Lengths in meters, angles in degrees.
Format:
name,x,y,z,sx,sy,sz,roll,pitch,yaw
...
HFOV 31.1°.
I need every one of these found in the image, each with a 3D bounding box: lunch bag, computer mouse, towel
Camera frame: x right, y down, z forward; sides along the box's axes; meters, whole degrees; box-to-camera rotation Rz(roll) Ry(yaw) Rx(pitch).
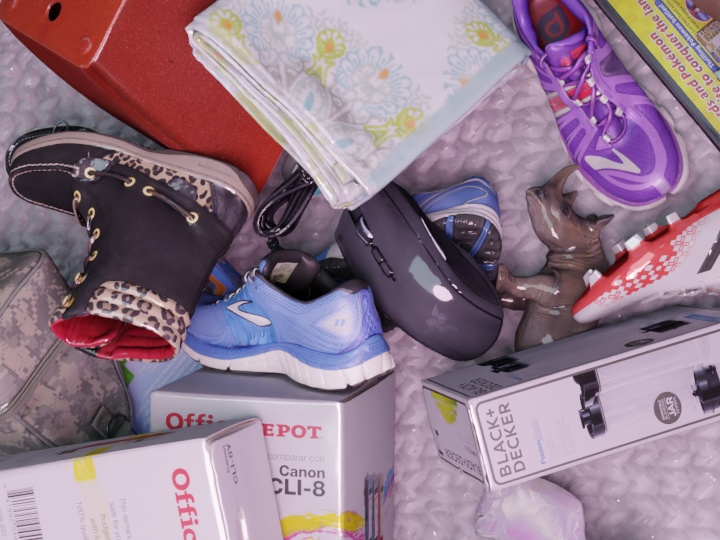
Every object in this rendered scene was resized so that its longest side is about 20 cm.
name,x,y,z,sx,sy,sz,roll,pitch,yaw
lunch bag,-0.294,0.086,1.029,0.199,0.168,0.140,-6,37,34
computer mouse,0.000,0.000,0.921,0.140,0.046,0.200,-42,79,30
towel,0.001,-0.155,0.898,0.171,0.048,0.200,47,62,3

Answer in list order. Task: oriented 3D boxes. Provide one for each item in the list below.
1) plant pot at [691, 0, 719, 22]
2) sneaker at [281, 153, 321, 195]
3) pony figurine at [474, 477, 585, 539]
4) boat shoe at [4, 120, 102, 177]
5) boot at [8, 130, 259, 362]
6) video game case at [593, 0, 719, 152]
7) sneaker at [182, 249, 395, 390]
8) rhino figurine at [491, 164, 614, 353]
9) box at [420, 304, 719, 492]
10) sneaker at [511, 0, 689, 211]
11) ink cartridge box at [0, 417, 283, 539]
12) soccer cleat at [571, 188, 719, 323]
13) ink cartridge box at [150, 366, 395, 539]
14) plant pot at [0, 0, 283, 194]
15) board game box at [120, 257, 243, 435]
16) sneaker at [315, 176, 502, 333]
name,x,y,z,sx,sy,sz,roll,pitch,yaw
plant pot,0.249,-0.276,0.849,0.200,0.200,0.175,-51,52,9
sneaker,-0.002,-0.150,1.015,0.091,0.078,0.200,41,94,34
pony figurine,0.129,0.232,0.868,0.192,0.200,0.167,3,92,37
boat shoe,-0.238,-0.088,1.081,0.199,0.062,0.075,17,85,38
boot,-0.187,-0.018,0.937,0.199,0.073,0.151,10,58,13
video game case,0.281,-0.202,0.927,0.181,0.025,0.200,-39,73,13
sneaker,-0.059,0.026,0.926,0.199,0.078,0.090,4,104,41
rhino figurine,0.136,0.022,0.936,0.087,0.060,0.201,11,87,-2
box,0.151,0.079,0.848,0.199,0.117,0.060,-16,95,-10
sneaker,0.160,-0.131,0.934,0.081,0.083,0.200,-35,74,14
ink cartridge box,-0.153,0.184,0.839,0.199,0.083,0.146,-11,91,21
soccer cleat,0.239,-0.009,0.882,0.200,0.069,0.085,-33,88,0
ink cartridge box,-0.060,0.173,0.929,0.145,0.145,0.201,1,94,16
plant pot,-0.150,-0.201,0.986,0.200,0.176,0.200,32,96,39
board game box,-0.142,0.067,1.054,0.200,0.037,0.151,45,100,20
sneaker,0.027,-0.009,0.988,0.199,0.077,0.076,-21,121,30
